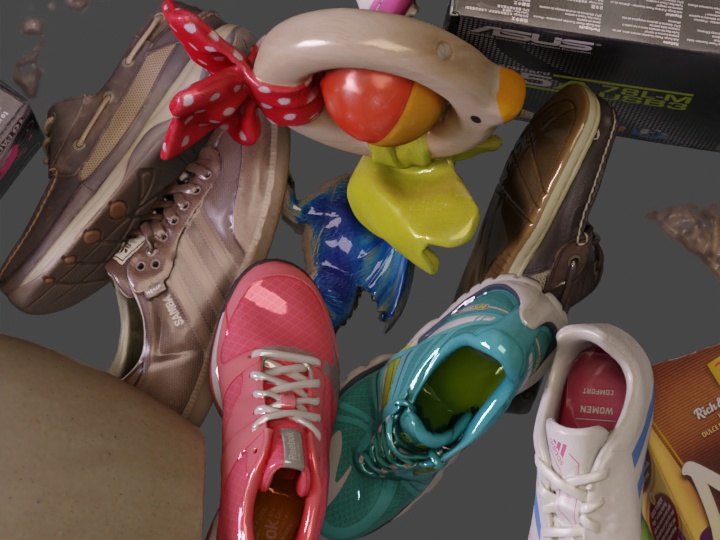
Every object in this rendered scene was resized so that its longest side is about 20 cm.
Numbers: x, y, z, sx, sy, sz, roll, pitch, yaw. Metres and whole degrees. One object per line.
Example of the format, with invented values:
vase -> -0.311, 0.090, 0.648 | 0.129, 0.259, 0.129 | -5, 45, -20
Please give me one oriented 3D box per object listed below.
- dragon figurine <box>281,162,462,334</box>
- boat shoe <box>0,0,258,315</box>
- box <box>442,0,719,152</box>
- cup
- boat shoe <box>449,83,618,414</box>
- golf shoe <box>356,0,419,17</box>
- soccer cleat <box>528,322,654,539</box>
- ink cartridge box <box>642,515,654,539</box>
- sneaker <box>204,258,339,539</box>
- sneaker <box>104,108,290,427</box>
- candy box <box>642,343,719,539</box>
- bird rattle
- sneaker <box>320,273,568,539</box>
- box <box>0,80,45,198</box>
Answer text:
dragon figurine -> 0.000, 0.000, 1.487 | 0.099, 0.059, 0.201 | 8, 80, 0
boat shoe -> -0.137, -0.064, 1.496 | 0.073, 0.075, 0.200 | 36, 81, 23
box -> 0.141, -0.115, 1.440 | 0.199, 0.193, 0.048 | 9, 81, -1
cup -> -0.155, 0.131, 1.399 | 0.142, 0.200, 0.202 | 3, 81, -6
boat shoe -> 0.100, -0.009, 1.461 | 0.064, 0.073, 0.201 | 15, 121, -17
golf shoe -> 0.006, -0.192, 1.455 | 0.091, 0.200, 0.075 | 28, 116, -10
soccer cleat -> 0.111, 0.123, 1.378 | 0.069, 0.086, 0.201 | -2, 74, 20
ink cartridge box -> 0.156, 0.198, 1.453 | 0.148, 0.076, 0.200 | 40, 84, 4
sneaker -> -0.038, 0.088, 1.401 | 0.073, 0.087, 0.201 | 6, 75, -14
sneaker -> -0.097, -0.009, 1.466 | 0.075, 0.070, 0.201 | 17, 88, -20
candy box -> 0.221, 0.136, 1.437 | 0.116, 0.057, 0.201 | -16, 64, -18
bird rattle -> -0.004, -0.097, 1.392 | 0.199, 0.163, 0.113 | 31, 60, -21
sneaker -> 0.028, 0.078, 1.431 | 0.077, 0.080, 0.200 | 41, 122, -2
box -> -0.282, -0.038, 1.459 | 0.132, 0.115, 0.200 | 36, 83, 3
